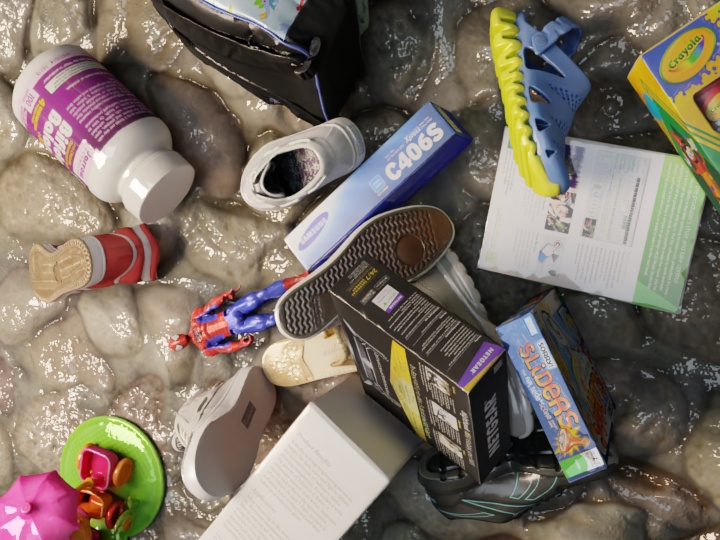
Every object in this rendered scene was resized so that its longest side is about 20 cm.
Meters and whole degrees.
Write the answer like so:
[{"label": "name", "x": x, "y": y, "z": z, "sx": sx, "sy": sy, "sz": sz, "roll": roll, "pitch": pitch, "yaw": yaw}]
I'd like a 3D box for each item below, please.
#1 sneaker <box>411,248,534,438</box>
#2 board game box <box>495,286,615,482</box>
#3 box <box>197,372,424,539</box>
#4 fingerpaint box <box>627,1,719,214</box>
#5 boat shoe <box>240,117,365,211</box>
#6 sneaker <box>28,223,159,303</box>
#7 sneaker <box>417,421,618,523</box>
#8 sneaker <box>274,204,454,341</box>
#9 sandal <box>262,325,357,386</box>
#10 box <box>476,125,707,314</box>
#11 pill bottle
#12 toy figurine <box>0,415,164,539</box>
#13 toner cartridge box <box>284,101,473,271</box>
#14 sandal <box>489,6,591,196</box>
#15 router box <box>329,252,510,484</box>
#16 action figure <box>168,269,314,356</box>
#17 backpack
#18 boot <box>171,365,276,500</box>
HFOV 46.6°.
[{"label": "sneaker", "x": 0.105, "y": 0.081, "z": 0.834, "sx": 0.081, "sy": 0.075, "sz": 0.201, "roll": -30, "pitch": 73, "yaw": 2}, {"label": "board game box", "x": 0.180, "y": 0.091, "z": 0.747, "sx": 0.034, "sy": 0.200, "sz": 0.137, "roll": -26, "pitch": 87, "yaw": 19}, {"label": "box", "x": -0.047, "y": 0.225, "z": 0.858, "sx": 0.106, "sy": 0.152, "sz": 0.201, "roll": 41, "pitch": 104, "yaw": 11}, {"label": "fingerpaint box", "x": 0.363, "y": -0.165, "z": 0.716, "sx": 0.199, "sy": 0.073, "sz": 0.168, "roll": -33, "pitch": 84, "yaw": 7}, {"label": "boat shoe", "x": -0.076, "y": -0.096, "z": 0.845, "sx": 0.199, "sy": 0.068, "sz": 0.073, "roll": -7, "pitch": 108, "yaw": 50}, {"label": "sneaker", "x": -0.309, "y": -0.009, "z": 0.981, "sx": 0.199, "sy": 0.112, "sz": 0.072, "roll": -6, "pitch": 95, "yaw": 49}, {"label": "sneaker", "x": 0.160, "y": 0.206, "z": 0.843, "sx": 0.197, "sy": 0.076, "sz": 0.080, "roll": -10, "pitch": 118, "yaw": 14}, {"label": "sneaker", "x": 0.000, "y": 0.000, "z": 0.833, "sx": 0.198, "sy": 0.085, "sz": 0.073, "roll": -30, "pitch": 87, "yaw": -8}, {"label": "sandal", "x": -0.020, "y": 0.078, "z": 0.881, "sx": 0.210, "sy": 0.070, "sz": 0.079, "roll": -23, "pitch": 87, "yaw": 18}, {"label": "box", "x": 0.223, "y": -0.051, "z": 0.810, "sx": 0.198, "sy": 0.036, "sz": 0.146, "roll": 14, "pitch": 98, "yaw": 18}, {"label": "pill bottle", "x": -0.282, "y": -0.148, "z": 0.928, "sx": 0.200, "sy": 0.112, "sz": 0.113, "roll": 42, "pitch": 105, "yaw": 12}, {"label": "toy figurine", "x": -0.338, "y": 0.284, "z": 0.943, "sx": 0.148, "sy": 0.184, "sz": 0.203, "roll": 17, "pitch": 100, "yaw": 16}, {"label": "toner cartridge box", "x": 0.020, "y": -0.082, "z": 0.843, "sx": 0.200, "sy": 0.095, "sz": 0.043, "roll": -42, "pitch": 80, "yaw": 16}, {"label": "sandal", "x": 0.174, "y": -0.165, "z": 0.776, "sx": 0.086, "sy": 0.080, "sz": 0.203, "roll": -8, "pitch": 70, "yaw": 6}, {"label": "router box", "x": 0.059, "y": 0.094, "z": 0.762, "sx": 0.157, "sy": 0.201, "sz": 0.052, "roll": 35, "pitch": 68, "yaw": 29}, {"label": "action figure", "x": -0.132, "y": 0.052, "z": 0.930, "sx": 0.198, "sy": 0.052, "sz": 0.066, "roll": -22, "pitch": 91, "yaw": 21}, {"label": "backpack", "x": -0.092, "y": -0.257, "z": 0.826, "sx": 0.198, "sy": 0.183, "sz": 0.148, "roll": 26, "pitch": 79, "yaw": 13}, {"label": "boot", "x": -0.159, "y": 0.179, "z": 0.874, "sx": 0.095, "sy": 0.200, "sz": 0.074, "roll": -26, "pitch": 104, "yaw": 22}]
